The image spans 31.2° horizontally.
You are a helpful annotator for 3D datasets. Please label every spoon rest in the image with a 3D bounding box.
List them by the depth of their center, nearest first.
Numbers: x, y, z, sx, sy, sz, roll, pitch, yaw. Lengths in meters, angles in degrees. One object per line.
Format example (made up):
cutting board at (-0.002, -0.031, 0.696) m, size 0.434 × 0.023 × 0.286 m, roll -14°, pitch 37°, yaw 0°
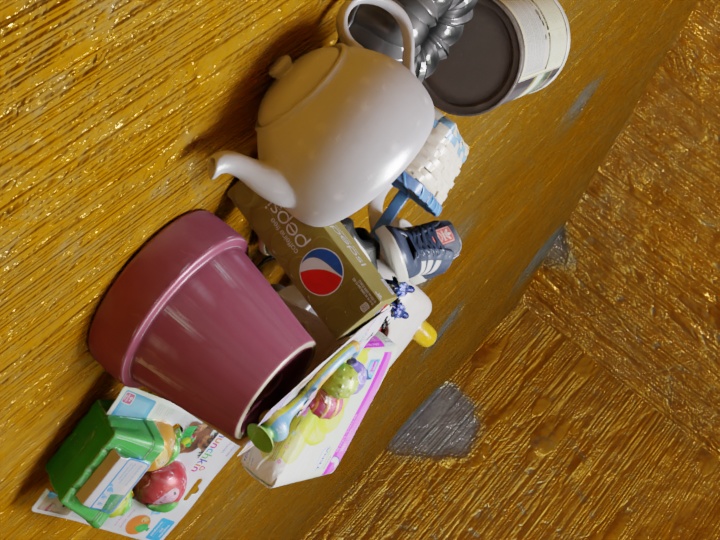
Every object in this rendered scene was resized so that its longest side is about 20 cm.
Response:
spoon rest at (0.043, -0.065, 1.760) m, size 0.060 × 0.099 × 0.201 m, roll -31°, pitch -141°, yaw 26°

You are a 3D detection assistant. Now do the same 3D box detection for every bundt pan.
bundt pan at (0.061, -0.273, 1.399) m, size 0.202 × 0.076 × 0.202 m, roll -49°, pitch 166°, yaw -16°

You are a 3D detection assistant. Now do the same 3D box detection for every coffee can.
coffee can at (0.162, -0.277, 1.583) m, size 0.147 × 0.146 × 0.200 m, roll -58°, pitch 166°, yaw 27°

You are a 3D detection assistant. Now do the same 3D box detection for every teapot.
teapot at (-0.031, -0.154, 1.263) m, size 0.197 × 0.146 × 0.201 m, roll -34°, pitch -159°, yaw 24°

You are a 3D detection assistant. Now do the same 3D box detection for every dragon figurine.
dragon figurine at (-0.024, 0.007, 1.630) m, size 0.099 × 0.199 × 0.059 m, roll 4°, pitch -108°, yaw 62°

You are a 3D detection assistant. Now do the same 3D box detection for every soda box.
soda box at (-0.052, -0.027, 1.368) m, size 0.068 × 0.201 × 0.064 m, roll -40°, pitch 171°, yaw 17°

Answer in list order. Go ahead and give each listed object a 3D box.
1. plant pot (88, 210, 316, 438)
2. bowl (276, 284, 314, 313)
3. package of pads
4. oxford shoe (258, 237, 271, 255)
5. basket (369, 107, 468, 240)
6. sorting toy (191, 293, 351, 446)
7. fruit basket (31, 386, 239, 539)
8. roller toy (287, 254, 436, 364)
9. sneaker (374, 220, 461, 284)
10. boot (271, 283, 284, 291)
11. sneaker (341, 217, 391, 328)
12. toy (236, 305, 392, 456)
plant pot at (-0.152, 0.069, 1.337) m, size 0.200 × 0.179 × 0.200 m, roll -48°, pitch 167°, yaw -15°
bowl at (-0.099, 0.114, 1.598) m, size 0.201 × 0.074 × 0.200 m, roll -55°, pitch 156°, yaw -9°
package of pads at (-0.051, 0.164, 1.571) m, size 0.154 × 0.068 × 0.202 m, roll 1°, pitch 118°, yaw -60°
oxford shoe at (-0.058, -0.084, 1.494) m, size 0.071 × 0.074 × 0.201 m, roll -34°, pitch 158°, yaw -54°
basket at (0.038, -0.113, 1.602) m, size 0.201 × 0.138 × 0.176 m, roll -56°, pitch 164°, yaw -4°
sorting toy at (-0.135, 0.100, 1.462) m, size 0.185 × 0.199 × 0.037 m, roll -45°, pitch 142°, yaw -29°
fruit basket at (-0.246, 0.233, 1.471) m, size 0.199 × 0.094 × 0.186 m, roll 32°, pitch 103°, yaw -39°
roller toy at (0.003, 0.037, 1.784) m, size 0.140 × 0.200 × 0.182 m, roll -51°, pitch 150°, yaw -2°
sneaker at (0.077, -0.032, 1.577) m, size 0.084 × 0.076 × 0.200 m, roll -25°, pitch 173°, yaw 10°
boot at (-0.157, 0.089, 1.610) m, size 0.200 × 0.073 × 0.096 m, roll -48°, pitch 174°, yaw -13°
sneaker at (0.000, 0.000, 1.531) m, size 0.200 × 0.066 × 0.091 m, roll 52°, pitch 50°, yaw -56°
toy at (-0.036, 0.129, 1.355) m, size 0.199 × 0.047 × 0.115 m, roll -35°, pitch 167°, yaw -36°
